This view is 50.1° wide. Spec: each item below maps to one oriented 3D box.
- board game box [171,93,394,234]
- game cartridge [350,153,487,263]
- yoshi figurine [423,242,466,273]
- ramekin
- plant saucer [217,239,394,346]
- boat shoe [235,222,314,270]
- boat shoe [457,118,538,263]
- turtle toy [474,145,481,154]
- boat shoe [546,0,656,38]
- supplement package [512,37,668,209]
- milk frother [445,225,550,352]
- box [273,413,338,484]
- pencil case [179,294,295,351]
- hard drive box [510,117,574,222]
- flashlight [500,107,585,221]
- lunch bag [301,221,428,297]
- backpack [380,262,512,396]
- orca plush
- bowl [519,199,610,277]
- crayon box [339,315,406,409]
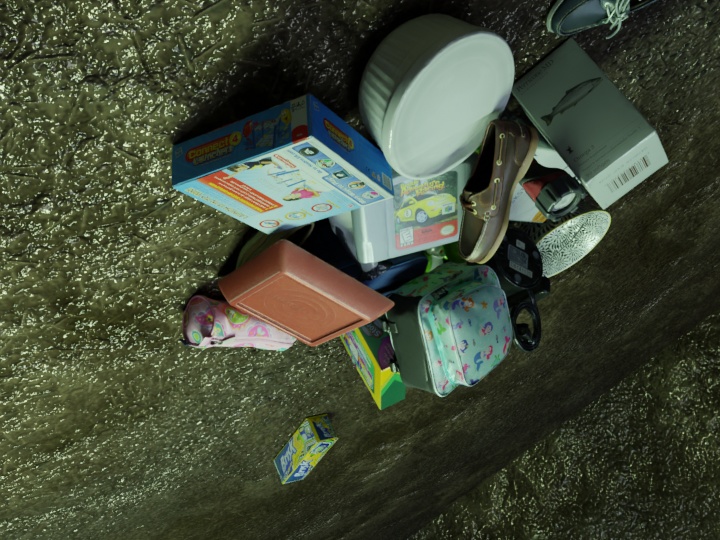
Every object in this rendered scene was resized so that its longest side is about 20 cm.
[{"bbox_3d":[-0.090,-0.120,0.940,0.195,0.056,0.200,-14,159,25],"label":"board game box"},{"bbox_3d":[0.084,-0.091,1.062,0.199,0.041,0.133,-15,123,-12],"label":"game cartridge"},{"bbox_3d":[0.138,-0.010,1.320,0.112,0.113,0.200,10,130,-11],"label":"yoshi figurine"},{"bbox_3d":[0.087,-0.220,0.953,0.202,0.094,0.203,-29,145,-23],"label":"ramekin"},{"bbox_3d":[-0.086,0.047,1.124,0.199,0.037,0.200,31,146,-25],"label":"plant saucer"},{"bbox_3d":[-0.125,-0.022,1.121,0.071,0.076,0.200,-7,144,-37],"label":"boat shoe"},{"bbox_3d":[0.165,-0.104,1.020,0.070,0.070,0.201,3,113,-32],"label":"boat shoe"},{"bbox_3d":[0.098,-0.124,1.134,0.200,0.101,0.146,-41,128,10],"label":"turtle toy"},{"bbox_3d":[0.346,-0.364,1.030,0.200,0.062,0.075,-26,153,-6],"label":"boat shoe"},{"bbox_3d":[0.328,-0.211,1.112,0.117,0.200,0.117,-39,151,16],"label":"supplement package"},{"bbox_3d":[0.230,0.057,1.379,0.188,0.180,0.200,-34,-160,50],"label":"milk frother"},{"bbox_3d":[-0.134,0.429,1.842,0.064,0.070,0.200,-2,140,-38],"label":"box"},{"bbox_3d":[-0.189,0.088,1.232,0.200,0.088,0.087,8,134,-50],"label":"pencil case"},{"bbox_3d":[0.274,-0.161,1.274,0.200,0.077,0.156,0,139,-42],"label":"hard drive box"},{"bbox_3d":[0.239,-0.163,1.105,0.068,0.200,0.068,-16,148,-24],"label":"flashlight"},{"bbox_3d":[0.000,0.000,1.215,0.199,0.133,0.136,-20,150,-20],"label":"lunch bag"},{"bbox_3d":[0.150,0.081,1.206,0.150,0.178,0.200,2,-157,42],"label":"backpack"},{"bbox_3d":[-0.001,-0.088,1.110,0.105,0.071,0.200,-24,117,15],"label":"orca plush"},{"bbox_3d":[0.366,-0.078,1.472,0.200,0.094,0.201,-23,150,-14],"label":"bowl"},{"bbox_3d":[0.013,0.119,1.346,0.058,0.200,0.173,-23,151,-14],"label":"crayon box"}]
